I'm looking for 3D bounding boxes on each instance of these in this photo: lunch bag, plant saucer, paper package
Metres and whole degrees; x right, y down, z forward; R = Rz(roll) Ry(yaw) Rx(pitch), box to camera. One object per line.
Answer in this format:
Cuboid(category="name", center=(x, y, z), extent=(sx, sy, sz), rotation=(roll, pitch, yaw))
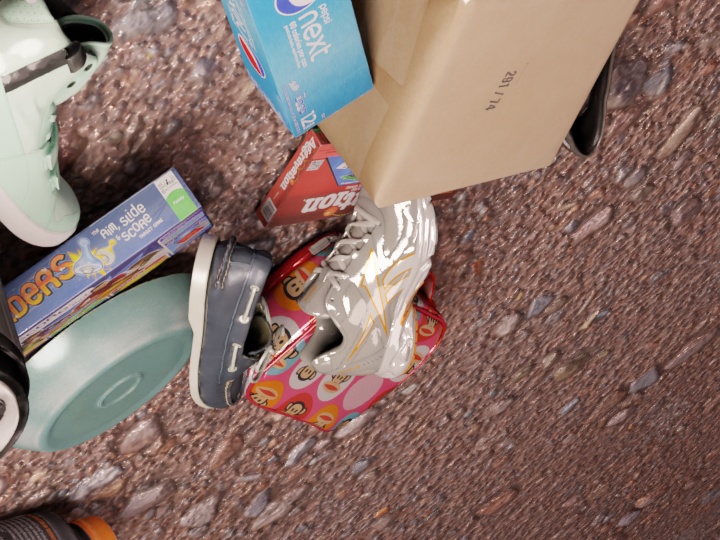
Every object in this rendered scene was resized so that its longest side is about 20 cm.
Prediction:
Cuboid(category="lunch bag", center=(-0.013, 0.048, 1.438), extent=(0.176, 0.082, 0.200), rotation=(-42, 151, 9))
Cuboid(category="plant saucer", center=(-0.192, 0.080, 1.286), extent=(0.200, 0.036, 0.200), rotation=(-36, 165, -11))
Cuboid(category="paper package", center=(0.083, -0.161, 1.203), extent=(0.190, 0.104, 0.200), rotation=(-14, 145, -35))

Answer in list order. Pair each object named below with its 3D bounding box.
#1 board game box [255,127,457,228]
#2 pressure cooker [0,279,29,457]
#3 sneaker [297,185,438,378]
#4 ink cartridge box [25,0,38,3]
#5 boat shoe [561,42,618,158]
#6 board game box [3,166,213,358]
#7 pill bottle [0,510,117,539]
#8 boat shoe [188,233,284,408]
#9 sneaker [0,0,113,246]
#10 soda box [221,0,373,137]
Cuboid(category="board game box", center=(0.020, -0.083, 1.330), extent=(0.200, 0.019, 0.103), rotation=(-11, 152, -39))
Cuboid(category="pressure cooker", center=(-0.287, 0.049, 0.983), extent=(0.176, 0.200, 0.179), rotation=(9, 137, -44))
Cuboid(category="sneaker", center=(0.000, 0.000, 1.293), extent=(0.092, 0.076, 0.200), rotation=(-6, 118, -24))
Cuboid(category="ink cartridge box", center=(-0.138, -0.252, 0.876), extent=(0.200, 0.044, 0.174), rotation=(-36, 154, 0))
Cuboid(category="boat shoe", center=(0.181, -0.167, 1.352), extent=(0.067, 0.057, 0.200), rotation=(-28, 151, -16))
Cuboid(category="board game box", center=(-0.195, 0.007, 1.161), extent=(0.200, 0.034, 0.135), rotation=(-35, 178, -4))
Cuboid(category="pill bottle", center=(-0.302, 0.266, 1.423), extent=(0.200, 0.106, 0.106), rotation=(-12, 144, -38))
Cuboid(category="boat shoe", center=(-0.093, 0.045, 1.282), extent=(0.062, 0.075, 0.200), rotation=(11, 139, 5))
Cuboid(category="sneaker", center=(-0.187, -0.091, 1.028), extent=(0.118, 0.074, 0.200), rotation=(-30, 150, 1))
Cuboid(category="soda box", center=(-0.048, -0.174, 1.074), extent=(0.068, 0.064, 0.200), rotation=(-32, 153, -8))
